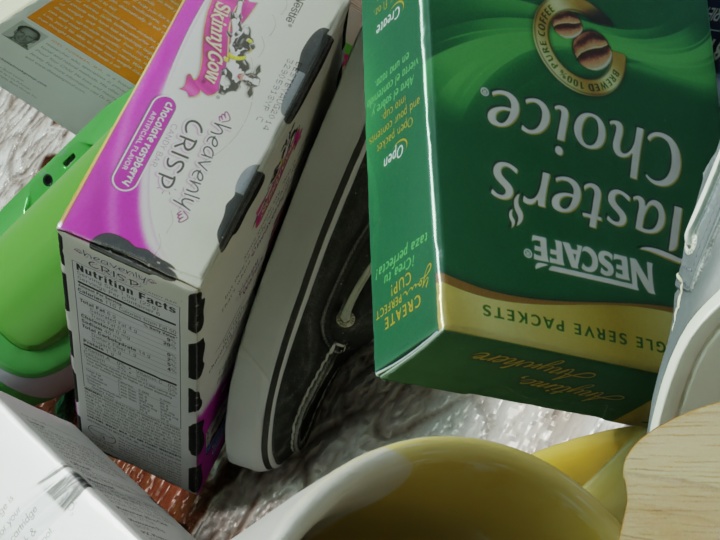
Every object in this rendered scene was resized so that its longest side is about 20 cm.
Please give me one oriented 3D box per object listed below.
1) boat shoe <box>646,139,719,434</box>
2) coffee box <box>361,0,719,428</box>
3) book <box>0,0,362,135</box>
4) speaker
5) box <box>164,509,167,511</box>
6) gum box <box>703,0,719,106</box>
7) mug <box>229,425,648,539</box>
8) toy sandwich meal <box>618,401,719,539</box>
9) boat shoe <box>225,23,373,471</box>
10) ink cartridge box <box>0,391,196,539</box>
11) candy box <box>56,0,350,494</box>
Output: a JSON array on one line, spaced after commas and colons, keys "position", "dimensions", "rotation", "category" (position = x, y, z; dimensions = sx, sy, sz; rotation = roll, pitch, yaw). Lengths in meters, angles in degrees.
[{"position": [0.132, -0.012, 0.721], "dimensions": [0.062, 0.073, 0.200], "rotation": [-108, 32, -62], "category": "boat shoe"}, {"position": [0.062, -0.052, 0.798], "dimensions": [0.044, 0.123, 0.200], "rotation": [-36, 47, 51], "category": "coffee box"}, {"position": [-0.086, -0.114, 1.159], "dimensions": [0.200, 0.134, 0.048], "rotation": [-26, 40, 44], "category": "book"}, {"position": [-0.114, -0.020, 1.153], "dimensions": [0.200, 0.088, 0.089], "rotation": [-41, 31, 28], "category": "speaker"}, {"position": [-0.164, 0.158, 1.085], "dimensions": [0.200, 0.048, 0.117], "rotation": [-15, 49, 51], "category": "box"}, {"position": [0.205, -0.132, 0.794], "dimensions": [0.200, 0.045, 0.170], "rotation": [-59, 27, -3], "category": "gum box"}, {"position": [0.012, 0.135, 0.762], "dimensions": [0.153, 0.186, 0.150], "rotation": [-24, 73, 59], "category": "mug"}, {"position": [0.111, 0.123, 0.619], "dimensions": [0.205, 0.070, 0.205], "rotation": [-30, 36, 25], "category": "toy sandwich meal"}, {"position": [0.000, 0.000, 0.955], "dimensions": [0.071, 0.064, 0.200], "rotation": [-53, -16, -64], "category": "boat shoe"}, {"position": [-0.130, 0.127, 0.954], "dimensions": [0.200, 0.068, 0.116], "rotation": [39, 94, 36], "category": "ink cartridge box"}, {"position": [-0.062, -0.014, 0.964], "dimensions": [0.200, 0.061, 0.137], "rotation": [100, -165, -63], "category": "candy box"}]
